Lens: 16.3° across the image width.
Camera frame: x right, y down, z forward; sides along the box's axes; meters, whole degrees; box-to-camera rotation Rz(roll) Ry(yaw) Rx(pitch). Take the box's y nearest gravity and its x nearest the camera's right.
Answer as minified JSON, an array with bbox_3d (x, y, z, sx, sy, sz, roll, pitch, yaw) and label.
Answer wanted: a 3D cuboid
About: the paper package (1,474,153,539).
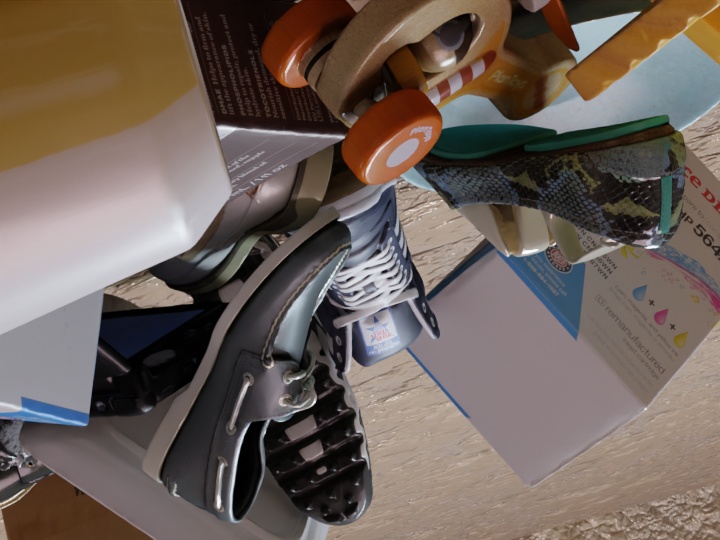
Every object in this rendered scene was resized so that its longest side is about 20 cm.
[{"bbox_3d":[-0.164,0.220,1.973,0.199,0.192,0.103,-25,160,27],"label":"paper package"}]

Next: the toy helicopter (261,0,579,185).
[{"bbox_3d":[0.054,-0.107,1.158,0.132,0.079,0.200,-46,159,17],"label":"toy helicopter"}]

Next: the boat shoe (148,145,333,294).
[{"bbox_3d":[-0.083,-0.041,1.318,0.068,0.075,0.200,14,158,-21],"label":"boat shoe"}]

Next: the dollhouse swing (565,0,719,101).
[{"bbox_3d":[0.225,-0.111,1.146,0.200,0.182,0.176,-36,-162,52],"label":"dollhouse swing"}]

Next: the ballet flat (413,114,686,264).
[{"bbox_3d":[0.087,-0.037,1.216,0.074,0.075,0.200,-10,-173,-25],"label":"ballet flat"}]

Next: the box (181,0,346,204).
[{"bbox_3d":[-0.109,-0.077,1.122,0.100,0.075,0.199,-27,162,36],"label":"box"}]

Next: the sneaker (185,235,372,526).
[{"bbox_3d":[-0.039,0.052,1.483,0.066,0.201,0.090,-27,178,19],"label":"sneaker"}]

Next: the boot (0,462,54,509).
[{"bbox_3d":[-0.211,0.102,1.675,0.199,0.078,0.138,-27,179,-19],"label":"boot"}]

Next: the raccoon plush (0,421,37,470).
[{"bbox_3d":[-0.242,0.087,1.583,0.133,0.097,0.199,-17,169,34],"label":"raccoon plush"}]

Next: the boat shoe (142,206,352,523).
[{"bbox_3d":[-0.045,0.052,1.294,0.073,0.062,0.200,-32,159,-53],"label":"boat shoe"}]

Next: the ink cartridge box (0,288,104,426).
[{"bbox_3d":[-0.239,0.019,1.167,0.199,0.085,0.146,2,172,20],"label":"ink cartridge box"}]

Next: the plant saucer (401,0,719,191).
[{"bbox_3d":[0.107,-0.102,1.331,0.200,0.039,0.201,-14,159,-5],"label":"plant saucer"}]

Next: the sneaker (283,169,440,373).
[{"bbox_3d":[0.000,0.000,1.386,0.070,0.109,0.200,-19,-179,1],"label":"sneaker"}]

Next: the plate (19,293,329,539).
[{"bbox_3d":[-0.093,0.101,1.487,0.032,0.199,0.200,-50,-170,24],"label":"plate"}]

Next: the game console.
[{"bbox_3d":[-0.180,0.018,1.362,0.199,0.117,0.176,-5,-160,43],"label":"game console"}]

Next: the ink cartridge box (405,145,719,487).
[{"bbox_3d":[0.142,0.005,1.509,0.200,0.129,0.125,-44,-178,-40],"label":"ink cartridge box"}]

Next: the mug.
[{"bbox_3d":[-0.133,-0.056,0.932,0.152,0.150,0.187,-15,154,-2],"label":"mug"}]
